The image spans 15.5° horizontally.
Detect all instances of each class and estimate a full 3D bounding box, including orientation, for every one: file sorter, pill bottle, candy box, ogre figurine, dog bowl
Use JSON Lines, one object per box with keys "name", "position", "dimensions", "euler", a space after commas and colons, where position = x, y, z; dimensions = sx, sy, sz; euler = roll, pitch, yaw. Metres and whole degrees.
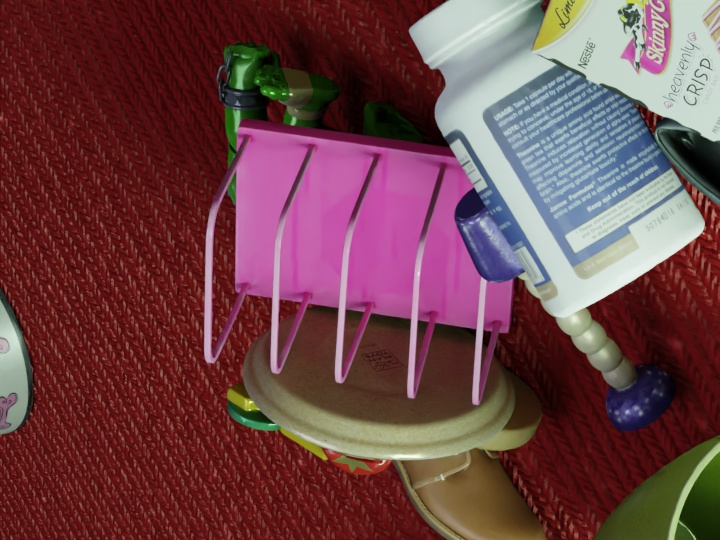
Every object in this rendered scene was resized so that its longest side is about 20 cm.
{"name": "file sorter", "position": [0.000, 0.000, 1.791], "dimensions": [0.199, 0.126, 0.140], "euler": [8, 125, 8]}
{"name": "pill bottle", "position": [0.115, -0.082, 1.612], "dimensions": [0.201, 0.111, 0.111], "euler": [59, 145, 0]}
{"name": "candy box", "position": [0.211, -0.144, 1.496], "dimensions": [0.199, 0.061, 0.137], "euler": [27, 136, 7]}
{"name": "ogre figurine", "position": [-0.024, -0.071, 1.890], "dimensions": [0.199, 0.098, 0.121], "euler": [20, 120, 5]}
{"name": "dog bowl", "position": [-0.394, 0.074, 2.473], "dimensions": [0.200, 0.074, 0.201], "euler": [30, 133, 39]}

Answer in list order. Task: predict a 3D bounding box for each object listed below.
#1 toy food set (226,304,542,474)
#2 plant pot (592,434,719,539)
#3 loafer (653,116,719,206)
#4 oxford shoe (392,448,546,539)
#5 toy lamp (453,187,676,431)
{"name": "toy food set", "position": [0.013, 0.081, 1.844], "dimensions": [0.197, 0.199, 0.049], "euler": [30, 126, 34]}
{"name": "plant pot", "position": [0.228, 0.191, 1.675], "dimensions": [0.188, 0.186, 0.200], "euler": [66, 157, -3]}
{"name": "loafer", "position": [0.257, -0.037, 1.559], "dimensions": [0.200, 0.070, 0.068], "euler": [40, 131, 30]}
{"name": "oxford shoe", "position": [0.069, 0.135, 1.920], "dimensions": [0.200, 0.071, 0.071], "euler": [47, 137, 24]}
{"name": "toy lamp", "position": [0.129, 0.022, 1.706], "dimensions": [0.058, 0.058, 0.200], "euler": [2, 139, 51]}
